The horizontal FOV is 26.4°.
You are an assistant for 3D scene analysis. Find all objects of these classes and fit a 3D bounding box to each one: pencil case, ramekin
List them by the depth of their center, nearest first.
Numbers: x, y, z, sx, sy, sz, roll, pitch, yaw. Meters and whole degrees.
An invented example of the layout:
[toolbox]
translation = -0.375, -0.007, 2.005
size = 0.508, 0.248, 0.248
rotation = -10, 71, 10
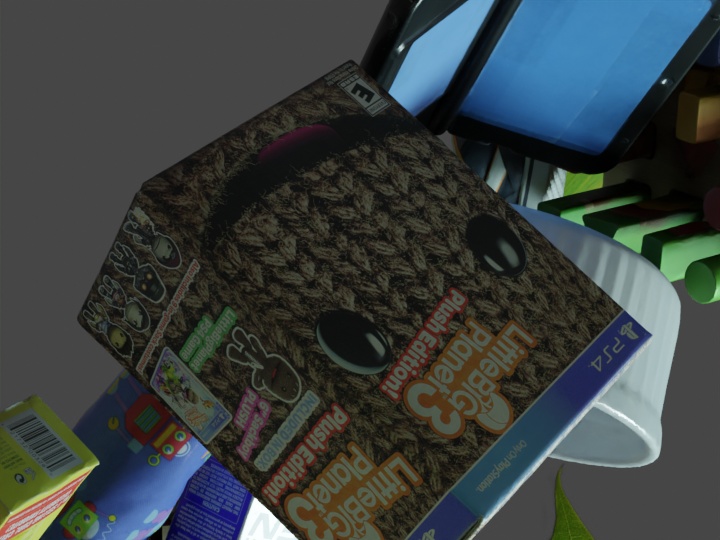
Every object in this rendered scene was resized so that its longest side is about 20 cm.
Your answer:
[pencil case]
translation = -0.099, 0.073, 0.823
size = 0.200, 0.078, 0.087
rotation = -49, 178, 14
[ramekin]
translation = 0.091, 0.036, 0.904
size = 0.201, 0.200, 0.098
rotation = 97, 11, -75

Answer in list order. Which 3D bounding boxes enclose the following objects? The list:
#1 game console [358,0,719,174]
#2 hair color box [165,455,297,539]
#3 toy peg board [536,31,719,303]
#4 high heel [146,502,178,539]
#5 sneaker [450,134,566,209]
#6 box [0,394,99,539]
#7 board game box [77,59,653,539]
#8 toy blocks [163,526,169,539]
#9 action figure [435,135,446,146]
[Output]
[game console]
translation = 0.083, -0.096, 0.817
size = 0.176, 0.116, 0.200
rotation = -41, 169, -33
[hair color box]
translation = -0.064, 0.187, 0.901
size = 0.109, 0.065, 0.201
rotation = 21, 88, -47
[toy peg board]
translation = 0.197, -0.081, 0.927
size = 0.098, 0.200, 0.200
rotation = -14, 115, -33
[high heel]
translation = -0.164, 0.137, 0.963
size = 0.200, 0.096, 0.068
rotation = -80, 171, -83
[sneaker]
translation = 0.105, -0.111, 1.017
size = 0.078, 0.079, 0.201
rotation = -32, 138, -61
[box]
translation = -0.208, 0.150, 0.733
size = 0.200, 0.050, 0.075
rotation = -52, 169, 24
[board game box]
translation = 0.003, 0.026, 0.704
size = 0.159, 0.200, 0.097
rotation = -39, 168, -44
[toy blocks]
translation = -0.104, 0.203, 1.069
size = 0.137, 0.200, 0.100
rotation = -56, -174, -28
[action figure]
translation = 0.000, 0.000, 1.000
size = 0.200, 0.055, 0.118
rotation = -59, -176, 5
